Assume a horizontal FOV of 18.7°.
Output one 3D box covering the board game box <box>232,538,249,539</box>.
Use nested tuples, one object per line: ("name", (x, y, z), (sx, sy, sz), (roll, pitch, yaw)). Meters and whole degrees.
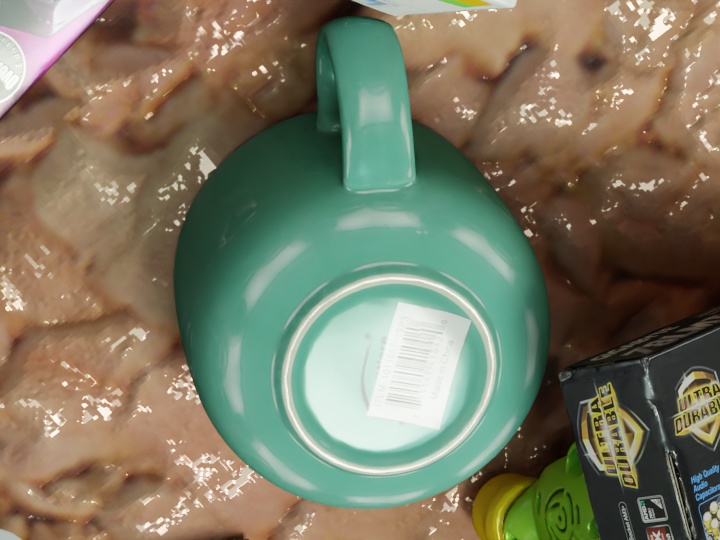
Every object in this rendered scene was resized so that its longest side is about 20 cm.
("board game box", (-0.138, 0.197, 0.999), (0.200, 0.032, 0.120), (-10, 108, -6))

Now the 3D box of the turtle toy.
("turtle toy", (0.149, 0.146, 0.983), (0.101, 0.146, 0.200), (-41, 115, -17))

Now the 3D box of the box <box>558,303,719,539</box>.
("box", (0.176, 0.109, 0.896), (0.200, 0.050, 0.199), (-19, 94, -49))

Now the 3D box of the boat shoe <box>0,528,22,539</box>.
("boat shoe", (-0.232, 0.141, 0.902), (0.200, 0.066, 0.072), (-14, 98, -37))

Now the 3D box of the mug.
("mug", (-0.006, 0.009, 0.902), (0.152, 0.114, 0.185), (-33, 113, 4))

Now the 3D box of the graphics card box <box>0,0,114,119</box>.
("graphics card box", (-0.179, -0.109, 0.847), (0.200, 0.051, 0.125), (-46, 111, -2))

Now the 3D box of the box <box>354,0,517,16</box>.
("box", (-0.034, -0.177, 0.802), (0.200, 0.101, 0.113), (19, 86, -25))
